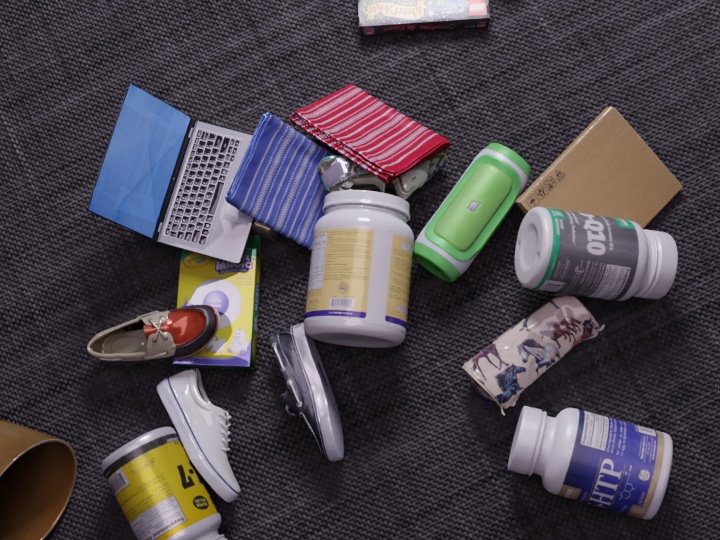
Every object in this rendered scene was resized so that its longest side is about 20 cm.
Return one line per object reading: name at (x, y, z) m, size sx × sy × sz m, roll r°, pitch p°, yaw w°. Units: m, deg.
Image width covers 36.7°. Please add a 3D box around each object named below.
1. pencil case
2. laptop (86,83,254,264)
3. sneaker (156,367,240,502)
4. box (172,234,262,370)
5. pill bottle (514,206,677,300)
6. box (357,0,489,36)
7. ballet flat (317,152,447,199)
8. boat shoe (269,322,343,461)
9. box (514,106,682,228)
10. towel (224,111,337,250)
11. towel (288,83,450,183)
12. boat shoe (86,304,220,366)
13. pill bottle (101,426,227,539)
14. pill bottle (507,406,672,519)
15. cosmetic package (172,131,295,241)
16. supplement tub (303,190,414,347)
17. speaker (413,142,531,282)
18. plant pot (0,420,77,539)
pencil case at (0.244, 0.110, 1.517) m, size 0.200 × 0.078 × 0.090 m, roll -38°, pitch 88°, yaw -4°
laptop at (-0.242, -0.132, 1.504) m, size 0.200 × 0.116 × 0.188 m, roll 15°, pitch 81°, yaw 6°
sneaker at (-0.213, 0.226, 1.522) m, size 0.071 × 0.073 × 0.200 m, roll -32°, pitch 78°, yaw 0°
box at (-0.205, 0.042, 1.575) m, size 0.117 × 0.048 × 0.200 m, roll 1°, pitch 77°, yaw 5°
pill bottle at (0.323, -0.019, 1.491) m, size 0.200 × 0.113 × 0.113 m, roll 8°, pitch 78°, yaw -13°
box at (0.094, -0.436, 1.661) m, size 0.199 × 0.038 × 0.137 m, roll -4°, pitch 78°, yaw 3°
ballet flat at (0.037, -0.131, 1.565) m, size 0.200 × 0.072 × 0.072 m, roll -6°, pitch 77°, yaw -19°
boat shoe at (-0.078, 0.177, 1.526) m, size 0.068 × 0.072 × 0.200 m, roll -20°, pitch 82°, yaw 8°
box at (0.345, -0.109, 1.560) m, size 0.200 × 0.021 × 0.164 m, roll -45°, pitch 100°, yaw -7°
towel at (-0.088, -0.120, 1.551) m, size 0.200 × 0.024 × 0.145 m, roll 29°, pitch 78°, yaw -32°
towel at (0.015, -0.203, 1.566) m, size 0.200 × 0.023 × 0.145 m, roll 34°, pitch 46°, yaw 25°
boat shoe at (-0.291, 0.091, 1.526) m, size 0.200 × 0.063 × 0.071 m, roll -16°, pitch 70°, yaw 23°
pill bottle at (-0.261, 0.326, 1.483) m, size 0.114 × 0.114 × 0.200 m, roll -30°, pitch 78°, yaw -3°
pill bottle at (0.306, 0.252, 1.461) m, size 0.200 × 0.120 × 0.120 m, roll 14°, pitch 79°, yaw 7°
cosmetic package at (-0.201, -0.129, 1.598) m, size 0.200 × 0.073 × 0.104 m, roll 20°, pitch 80°, yaw 6°
supplement tub at (0.000, 0.000, 1.520) m, size 0.145 × 0.145 × 0.200 m, roll 5°, pitch 78°, yaw 4°
speaker at (0.160, -0.083, 1.560) m, size 0.088 × 0.088 × 0.200 m, roll 35°, pitch 82°, yaw 10°
plant pot at (-0.528, 0.275, 1.491) m, size 0.200 × 0.186 × 0.187 m, roll 24°, pitch 80°, yaw 22°
